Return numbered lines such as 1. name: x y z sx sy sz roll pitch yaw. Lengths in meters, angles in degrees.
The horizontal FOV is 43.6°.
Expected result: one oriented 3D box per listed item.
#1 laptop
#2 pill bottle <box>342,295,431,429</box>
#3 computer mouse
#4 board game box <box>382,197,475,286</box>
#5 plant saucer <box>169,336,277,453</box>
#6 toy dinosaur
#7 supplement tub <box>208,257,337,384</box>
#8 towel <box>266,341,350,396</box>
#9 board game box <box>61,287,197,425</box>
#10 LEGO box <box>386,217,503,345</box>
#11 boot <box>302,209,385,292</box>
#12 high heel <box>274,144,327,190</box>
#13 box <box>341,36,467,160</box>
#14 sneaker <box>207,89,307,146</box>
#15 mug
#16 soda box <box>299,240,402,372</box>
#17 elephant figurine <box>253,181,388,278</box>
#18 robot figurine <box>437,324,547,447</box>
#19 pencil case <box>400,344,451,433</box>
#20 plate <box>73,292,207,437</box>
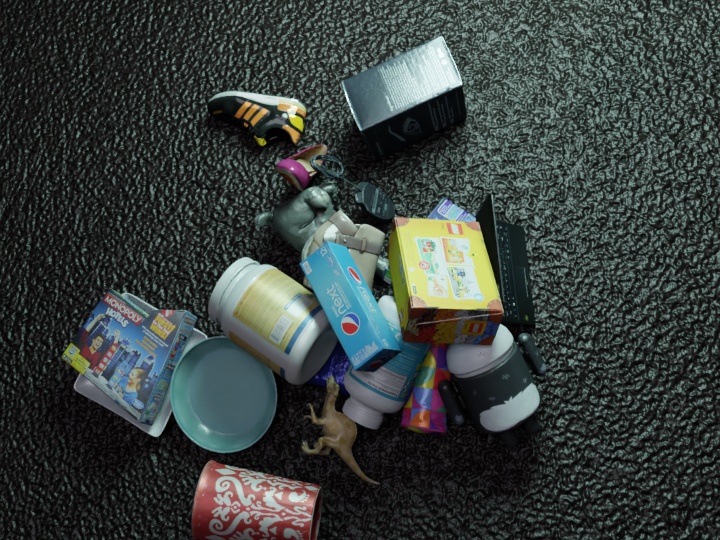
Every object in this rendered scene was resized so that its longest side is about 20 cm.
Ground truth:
1. laptop: 0.251 -0.013 1.476 0.102 0.197 0.182 -19 70 46
2. pill bottle: 0.042 0.153 1.473 0.109 0.111 0.203 27 97 15
3. computer mouse: -0.016 -0.143 1.593 0.034 0.198 0.060 -23 43 45
4. board game box: 0.145 -0.023 1.542 0.134 0.035 0.200 33 56 13
5. plant saucer: -0.237 0.216 1.586 0.195 0.036 0.205 0 91 9
6. toy dinosaur: -0.045 0.287 1.525 0.099 0.058 0.204 -19 92 24
7. supplement tub: -0.144 0.082 1.516 0.198 0.145 0.146 32 84 17
8. towel: -0.056 0.135 1.588 0.196 0.050 0.151 13 74 13
9. board game box: -0.395 0.133 1.607 0.198 0.062 0.202 34 83 16
10. LEGO box: 0.129 0.014 1.422 0.145 0.078 0.203 3 45 -11
11. boot: 0.000 0.000 1.528 0.198 0.070 0.148 33 82 -15
12. high heel: -0.099 -0.196 1.594 0.067 0.200 0.097 38 92 -5
13. box: 0.082 -0.305 1.612 0.196 0.148 0.106 -23 74 4
14. sneaker: -0.202 -0.281 1.698 0.195 0.070 0.092 6 74 10
15. mug: -0.168 0.416 1.517 0.195 0.180 0.135 6 41 7
16. soda box: -0.016 0.057 1.416 0.064 0.067 0.202 -36 68 19
17. elephant figurine: -0.060 -0.042 1.594 0.153 0.141 0.203 -25 89 33
18. robot figurine: 0.218 0.182 1.468 0.123 0.150 0.203 -16 106 46
19. pencil case: 0.121 0.174 1.525 0.086 0.088 0.205 8 79 12
20. plate: -0.398 0.171 1.646 0.197 0.032 0.203 25 82 16
